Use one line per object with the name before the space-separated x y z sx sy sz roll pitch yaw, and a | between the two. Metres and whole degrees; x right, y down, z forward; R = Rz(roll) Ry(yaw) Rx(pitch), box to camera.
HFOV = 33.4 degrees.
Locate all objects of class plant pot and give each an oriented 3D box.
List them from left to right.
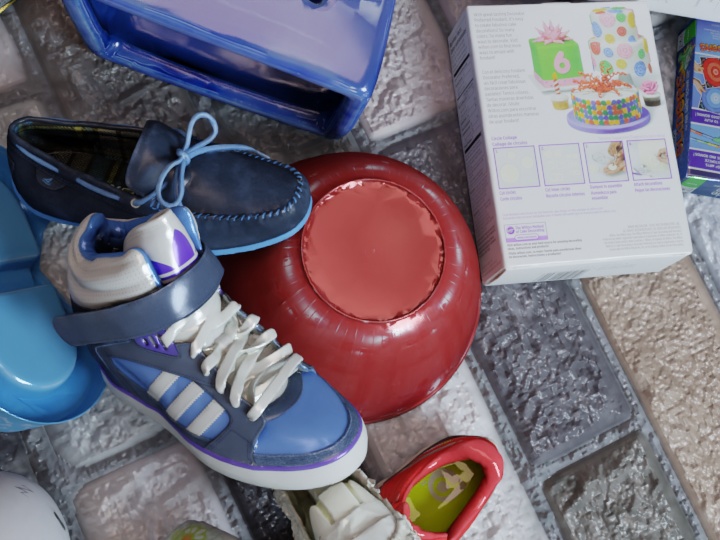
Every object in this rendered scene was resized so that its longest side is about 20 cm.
plant pot | -0.068 -0.211 0.785 0.199 0.200 0.180 18 86 -6

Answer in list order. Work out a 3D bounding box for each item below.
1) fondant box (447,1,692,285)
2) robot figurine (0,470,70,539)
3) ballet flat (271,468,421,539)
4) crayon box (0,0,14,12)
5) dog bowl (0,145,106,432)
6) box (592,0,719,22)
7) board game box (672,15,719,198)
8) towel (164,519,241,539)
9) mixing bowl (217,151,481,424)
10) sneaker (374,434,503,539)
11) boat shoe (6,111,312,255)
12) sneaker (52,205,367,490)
fondant box | 0.152 -0.096 0.889 0.144 0.058 0.201 -4 78 -11
robot figurine | -0.272 0.177 0.707 0.199 0.150 0.125 2 64 -13
ballet flat | -0.018 0.147 0.728 0.072 0.200 0.072 -8 110 -22
crayon box | -0.364 -0.200 0.818 0.173 0.058 0.200 44 73 2
dog bowl | -0.238 0.013 0.771 0.111 0.050 0.201 -13 76 -53
box | 0.207 -0.275 0.895 0.199 0.125 0.098 8 52 -9
board game box | 0.345 -0.114 0.940 0.199 0.034 0.136 10 75 -7
towel | -0.082 0.243 0.699 0.200 0.048 0.171 18 51 35
mixing bowl | 0.000 0.000 0.811 0.199 0.108 0.201 2 77 -10
sneaker | 0.015 0.176 0.782 0.077 0.085 0.200 45 73 3
boat shoe | -0.131 -0.056 0.749 0.199 0.069 0.084 2 51 7
sneaker | -0.090 0.036 0.699 0.200 0.147 0.081 22 49 26
